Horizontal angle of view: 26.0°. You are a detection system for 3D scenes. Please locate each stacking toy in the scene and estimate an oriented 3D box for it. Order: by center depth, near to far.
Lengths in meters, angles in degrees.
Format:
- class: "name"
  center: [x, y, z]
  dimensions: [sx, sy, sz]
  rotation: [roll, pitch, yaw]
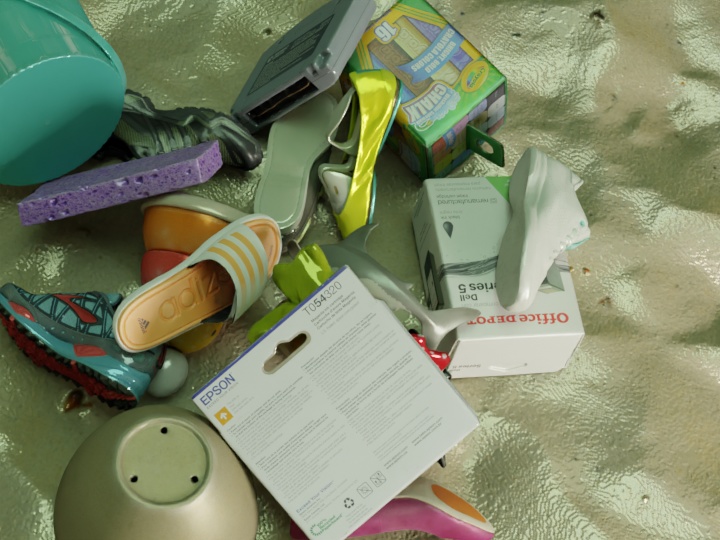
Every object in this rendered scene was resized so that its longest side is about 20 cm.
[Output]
- class: "stacking toy"
  center: [-0.179, 0.033, 1.589]
  dimensions: [0.144, 0.146, 0.202]
  rotation: [16, 77, -1]

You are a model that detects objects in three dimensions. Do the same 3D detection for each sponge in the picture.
- class: "sponge"
  center: [-0.246, -0.090, 1.602]
  dimensions: [0.198, 0.112, 0.030]
  rotation: [-12, 104, 10]

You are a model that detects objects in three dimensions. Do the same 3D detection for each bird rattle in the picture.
- class: "bird rattle"
  center: [-0.018, 0.069, 1.556]
  dimensions: [0.199, 0.163, 0.114]
  rotation: [30, 67, -17]

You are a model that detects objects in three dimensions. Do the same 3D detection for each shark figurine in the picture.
- class: "shark figurine"
  center: [0.012, -0.002, 1.580]
  dimensions: [0.213, 0.129, 0.090]
  rotation: [20, 61, 29]

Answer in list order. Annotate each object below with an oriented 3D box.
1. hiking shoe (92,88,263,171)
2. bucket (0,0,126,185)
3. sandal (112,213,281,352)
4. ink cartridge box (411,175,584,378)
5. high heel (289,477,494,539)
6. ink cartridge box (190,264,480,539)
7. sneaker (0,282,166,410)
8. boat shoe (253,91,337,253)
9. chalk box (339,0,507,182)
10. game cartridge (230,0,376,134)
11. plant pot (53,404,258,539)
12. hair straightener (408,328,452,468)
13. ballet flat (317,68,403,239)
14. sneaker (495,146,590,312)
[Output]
- class: "hiking shoe"
  center: [-0.207, -0.126, 1.696]
  dimensions: [0.198, 0.076, 0.102]
  rotation: [14, 66, 8]
- class: "bucket"
  center: [-0.350, -0.198, 1.615]
  dimensions: [0.206, 0.208, 0.135]
  rotation: [-23, 59, -23]
- class: "sandal"
  center: [-0.143, 0.022, 1.502]
  dimensions: [0.206, 0.080, 0.059]
  rotation: [-36, 31, -29]
- class: "ink cartridge box"
  center: [0.145, 0.004, 1.672]
  dimensions: [0.144, 0.084, 0.202]
  rotation: [-3, 60, -13]
- class: "high heel"
  center: [0.031, 0.251, 1.534]
  dimensions: [0.198, 0.097, 0.067]
  rotation: [22, 13, -20]
- class: "ink cartridge box"
  center: [-0.023, 0.128, 1.460]
  dimensions: [0.196, 0.043, 0.201]
  rotation: [-39, 97, 5]
- class: "sneaker"
  center: [-0.275, 0.060, 1.546]
  dimensions: [0.199, 0.080, 0.096]
  rotation: [29, 62, 20]
- class: "boat shoe"
  center: [-0.071, -0.110, 1.713]
  dimensions: [0.071, 0.061, 0.203]
  rotation: [11, 56, 9]
- class: "chalk box"
  center: [0.083, -0.185, 1.734]
  dimensions: [0.124, 0.125, 0.200]
  rotation: [-39, 72, -10]
- class: "game cartridge"
  center: [-0.063, -0.232, 1.715]
  dimensions: [0.042, 0.199, 0.134]
  rotation: [43, 55, -18]
- class: "plant pot"
  center: [-0.187, 0.207, 1.457]
  dimensions: [0.198, 0.135, 0.202]
  rotation: [5, 59, -8]
- class: "hair straightener"
  center: [0.058, 0.115, 1.614]
  dimensions: [0.076, 0.041, 0.202]
  rotation: [-16, 57, 0]
- class: "ballet flat"
  center: [-0.009, -0.121, 1.665]
  dimensions: [0.066, 0.202, 0.067]
  rotation: [7, 21, -19]
- class: "sneaker"
  center: [0.197, -0.037, 1.620]
  dimensions: [0.088, 0.075, 0.202]
  rotation: [22, 55, -12]
